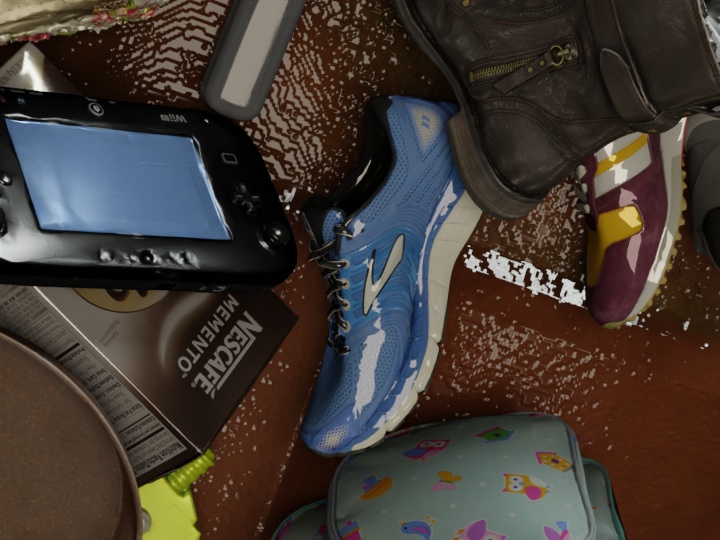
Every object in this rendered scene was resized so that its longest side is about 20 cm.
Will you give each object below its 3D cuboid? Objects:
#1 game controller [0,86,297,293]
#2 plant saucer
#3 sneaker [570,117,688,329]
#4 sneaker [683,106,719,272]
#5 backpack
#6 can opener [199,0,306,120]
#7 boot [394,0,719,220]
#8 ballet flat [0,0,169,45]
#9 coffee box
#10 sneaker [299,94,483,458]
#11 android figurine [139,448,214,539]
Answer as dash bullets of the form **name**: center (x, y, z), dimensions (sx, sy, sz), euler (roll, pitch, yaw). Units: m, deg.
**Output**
- **game controller**: center (-0.119, -0.038, 0.845), dimensions (0.200, 0.042, 0.104), euler (3, 64, -43)
- **plant saucer**: center (-0.197, 0.099, 0.875), dimensions (0.200, 0.034, 0.200), euler (7, 119, 12)
- **sneaker**: center (0.128, -0.071, 0.952), dimensions (0.090, 0.075, 0.200), euler (10, 88, -12)
- **sneaker**: center (0.246, -0.035, 0.909), dimensions (0.075, 0.200, 0.116), euler (6, 85, -33)
- **backpack**: center (0.044, 0.171, 0.920), dimensions (0.200, 0.176, 0.153), euler (-16, 116, 6)
- **can opener**: center (-0.024, -0.169, 0.922), dimensions (0.066, 0.053, 0.200), euler (26, 94, -12)
- **boot**: center (0.107, -0.134, 0.867), dimensions (0.069, 0.174, 0.200), euler (-3, 68, -42)
- **ballet flat**: center (-0.188, -0.147, 0.896), dimensions (0.200, 0.064, 0.076), euler (-14, 101, -6)
- **coffee box**: center (-0.143, 0.001, 0.891), dimensions (0.200, 0.113, 0.080), euler (46, 134, -13)
- **sneaker**: center (0.000, 0.000, 0.935), dimensions (0.089, 0.079, 0.200), euler (18, 88, -25)
- **android figurine**: center (-0.170, 0.146, 0.957), dimensions (0.200, 0.041, 0.182), euler (-40, 102, 1)
